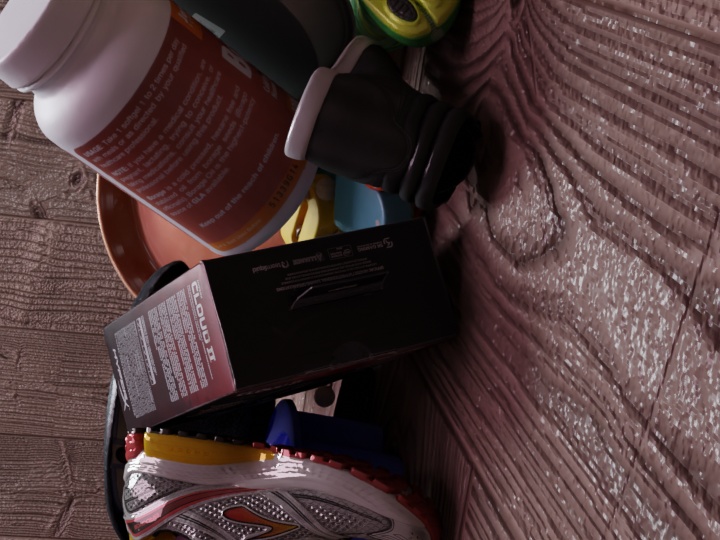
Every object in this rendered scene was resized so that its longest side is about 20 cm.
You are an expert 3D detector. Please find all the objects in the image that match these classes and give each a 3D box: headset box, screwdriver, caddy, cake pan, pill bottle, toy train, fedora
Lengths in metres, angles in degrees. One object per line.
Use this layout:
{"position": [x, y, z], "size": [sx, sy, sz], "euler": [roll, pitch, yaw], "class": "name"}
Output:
{"position": [-0.049, 0.034, 0.803], "size": [0.200, 0.147, 0.078], "euler": [-29, 75, 59], "class": "headset box"}
{"position": [-0.016, 0.161, 0.993], "size": [0.029, 0.028, 0.203], "euler": [-40, -37, -62], "class": "screwdriver"}
{"position": [-0.039, 0.187, 0.895], "size": [0.141, 0.103, 0.203], "euler": [-132, 48, -75], "class": "caddy"}
{"position": [-0.101, -0.172, 0.883], "size": [0.200, 0.198, 0.037], "euler": [125, 167, -66], "class": "cake pan"}
{"position": [-0.128, -0.105, 0.841], "size": [0.112, 0.199, 0.113], "euler": [-33, 38, 30], "class": "pill bottle"}
{"position": [0.000, 0.000, 0.909], "size": [0.200, 0.055, 0.152], "euler": [-35, 70, 57], "class": "toy train"}
{"position": [-0.111, 0.098, 0.942], "size": [0.201, 0.090, 0.204], "euler": [9, -90, -82], "class": "fedora"}

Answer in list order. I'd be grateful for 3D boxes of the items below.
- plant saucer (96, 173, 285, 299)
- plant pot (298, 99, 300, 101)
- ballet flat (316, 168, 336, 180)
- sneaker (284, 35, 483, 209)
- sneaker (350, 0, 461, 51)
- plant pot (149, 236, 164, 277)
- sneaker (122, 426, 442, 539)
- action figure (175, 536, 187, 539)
{"position": [-0.116, -0.054, 1.023], "size": [0.032, 0.198, 0.203], "euler": [-12, -67, -60], "class": "plant saucer"}
{"position": [-0.087, -0.206, 1.017], "size": [0.200, 0.027, 0.203], "euler": [36, 133, 50], "class": "plant pot"}
{"position": [-0.018, -0.081, 1.034], "size": [0.069, 0.068, 0.203], "euler": [136, 137, -72], "class": "ballet flat"}
{"position": [0.021, -0.083, 0.790], "size": [0.200, 0.098, 0.071], "euler": [-62, -5, -73], "class": "sneaker"}
{"position": [0.026, -0.183, 0.886], "size": [0.200, 0.073, 0.084], "euler": [-118, 6, -61], "class": "sneaker"}
{"position": [-0.112, 0.009, 1.188], "size": [0.200, 0.159, 0.204], "euler": [-175, 90, -77], "class": "plant pot"}
{"position": [-0.047, 0.143, 0.786], "size": [0.078, 0.197, 0.083], "euler": [25, -109, -69], "class": "sneaker"}
{"position": [-0.093, 0.205, 1.090], "size": [0.134, 0.199, 0.149], "euler": [52, -178, 17], "class": "action figure"}
